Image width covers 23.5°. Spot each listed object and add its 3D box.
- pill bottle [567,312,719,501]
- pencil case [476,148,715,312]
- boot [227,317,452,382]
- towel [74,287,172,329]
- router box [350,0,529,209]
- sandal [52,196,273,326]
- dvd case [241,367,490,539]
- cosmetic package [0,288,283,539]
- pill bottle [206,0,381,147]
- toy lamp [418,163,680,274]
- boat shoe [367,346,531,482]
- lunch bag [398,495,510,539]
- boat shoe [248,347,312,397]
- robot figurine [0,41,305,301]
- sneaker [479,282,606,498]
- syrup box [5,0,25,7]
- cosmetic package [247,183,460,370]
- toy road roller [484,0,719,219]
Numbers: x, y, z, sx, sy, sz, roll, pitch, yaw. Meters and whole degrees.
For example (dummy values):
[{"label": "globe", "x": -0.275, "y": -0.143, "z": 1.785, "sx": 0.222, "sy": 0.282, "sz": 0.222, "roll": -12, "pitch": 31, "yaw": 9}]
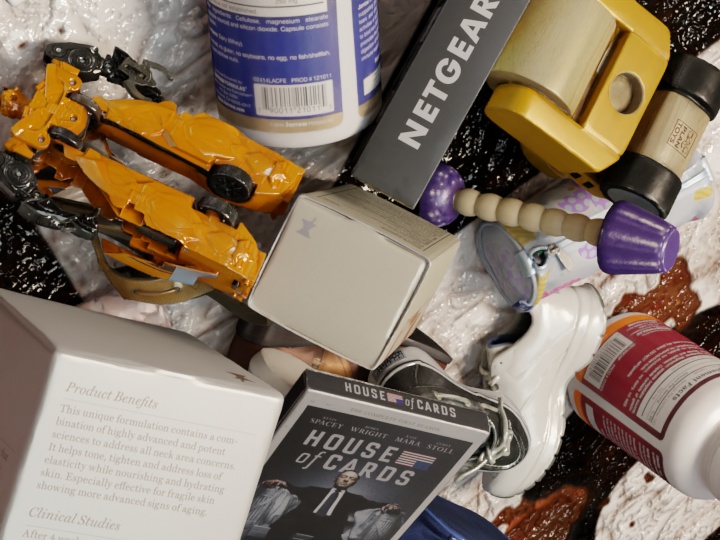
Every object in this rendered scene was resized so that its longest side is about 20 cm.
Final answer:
[{"label": "pill bottle", "x": 0.277, "y": 0.124, "z": 1.476, "sx": 0.113, "sy": 0.200, "sz": 0.113, "roll": -15, "pitch": 121, "yaw": -27}, {"label": "pencil case", "x": 0.191, "y": -0.043, "z": 1.408, "sx": 0.200, "sy": 0.091, "sz": 0.083, "roll": -26, "pitch": 82, "yaw": -22}, {"label": "boot", "x": -0.037, "y": 0.124, "z": 1.354, "sx": 0.188, "sy": 0.068, "sz": 0.200, "roll": 9, "pitch": 108, "yaw": -37}, {"label": "towel", "x": -0.211, "y": 0.126, "z": 1.241, "sx": 0.200, "sy": 0.032, "sz": 0.191, "roll": -24, "pitch": 112, "yaw": -22}, {"label": "router box", "x": 0.062, "y": -0.147, "z": 1.226, "sx": 0.052, "sy": 0.157, "sz": 0.200, "roll": 29, "pitch": 97, "yaw": -3}, {"label": "sandal", "x": -0.138, "y": 0.004, "z": 1.208, "sx": 0.200, "sy": 0.080, "sz": 0.054, "roll": 31, "pitch": 79, "yaw": -37}, {"label": "dvd case", "x": -0.019, "y": 0.155, "z": 1.267, "sx": 0.150, "sy": 0.025, "sz": 0.200, "roll": 15, "pitch": 133, "yaw": -25}, {"label": "cosmetic package", "x": -0.181, "y": 0.138, "z": 1.146, "sx": 0.167, "sy": 0.166, "sz": 0.200, "roll": 15, "pitch": 95, "yaw": -31}, {"label": "pill bottle", "x": -0.046, "y": -0.193, "z": 1.155, "sx": 0.116, "sy": 0.116, "sz": 0.200, "roll": -18, "pitch": 122, "yaw": -26}, {"label": "toy lamp", "x": 0.141, "y": -0.036, "z": 1.304, "sx": 0.058, "sy": 0.200, "sz": 0.058, "roll": -30, "pitch": 126, "yaw": -52}, {"label": "boat shoe", "x": 0.084, "y": 0.125, "z": 1.357, "sx": 0.074, "sy": 0.068, "sz": 0.199, "roll": -41, "pitch": 139, "yaw": 6}, {"label": "lunch bag", "x": 0.059, "y": 0.267, "z": 1.446, "sx": 0.200, "sy": 0.136, "sz": 0.132, "roll": 33, "pitch": 93, "yaw": -41}, {"label": "boat shoe", "x": -0.028, "y": 0.130, "z": 1.302, "sx": 0.068, "sy": 0.072, "sz": 0.200, "roll": -41, "pitch": 134, "yaw": 9}, {"label": "robot figurine", "x": -0.146, "y": -0.064, "z": 1.129, "sx": 0.200, "sy": 0.058, "sz": 0.145, "roll": 26, "pitch": 58, "yaw": -4}, {"label": "sneaker", "x": 0.135, "y": 0.097, "z": 1.465, "sx": 0.087, "sy": 0.075, "sz": 0.200, "roll": 13, "pitch": 102, "yaw": -21}, {"label": "syrup box", "x": -0.233, "y": -0.262, "z": 1.018, "sx": 0.079, "sy": 0.081, "sz": 0.200, "roll": -37, "pitch": 129, "yaw": -10}, {"label": "cosmetic package", "x": 0.000, "y": 0.000, "z": 1.224, "sx": 0.087, "sy": 0.103, "sz": 0.200, "roll": -63, "pitch": 173, "yaw": 8}, {"label": "toy road roller", "x": 0.164, "y": -0.129, "z": 1.312, "sx": 0.200, "sy": 0.146, "sz": 0.123, "roll": 34, "pitch": 77, "yaw": -29}]
